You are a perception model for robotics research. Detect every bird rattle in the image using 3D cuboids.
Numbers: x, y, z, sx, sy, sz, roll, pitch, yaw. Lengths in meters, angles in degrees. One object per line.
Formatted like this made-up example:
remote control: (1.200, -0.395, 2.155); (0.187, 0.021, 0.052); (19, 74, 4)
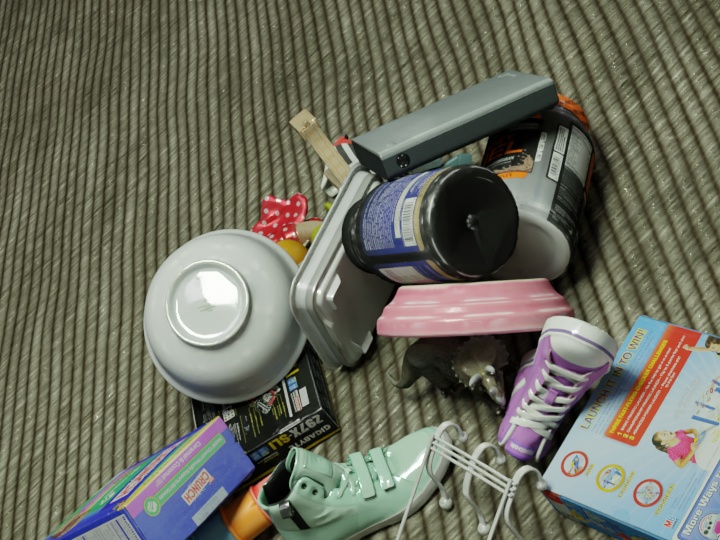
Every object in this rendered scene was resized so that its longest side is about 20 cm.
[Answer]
bird rattle: (-0.081, -0.028, 1.572); (0.199, 0.113, 0.163); (12, 48, 41)

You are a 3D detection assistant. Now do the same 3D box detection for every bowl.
bowl: (-0.159, 0.044, 1.453); (0.199, 0.090, 0.203); (-2, 79, 8)

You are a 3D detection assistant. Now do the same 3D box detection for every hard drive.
hard drive: (0.098, -0.158, 1.393); (0.199, 0.033, 0.140); (-24, 16, -7)

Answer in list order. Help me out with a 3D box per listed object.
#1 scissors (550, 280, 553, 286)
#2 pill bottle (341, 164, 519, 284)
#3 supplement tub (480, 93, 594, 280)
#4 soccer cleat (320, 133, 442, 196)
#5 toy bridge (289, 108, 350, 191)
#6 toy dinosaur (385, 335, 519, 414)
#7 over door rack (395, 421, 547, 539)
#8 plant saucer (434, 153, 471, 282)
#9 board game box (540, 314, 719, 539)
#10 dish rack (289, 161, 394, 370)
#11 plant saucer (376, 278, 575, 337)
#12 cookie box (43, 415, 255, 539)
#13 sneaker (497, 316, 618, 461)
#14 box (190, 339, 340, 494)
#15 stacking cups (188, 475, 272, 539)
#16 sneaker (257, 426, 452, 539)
scissors: (0.161, -0.028, 1.474); (0.073, 0.014, 0.201); (-29, 41, 11)
pill bottle: (0.063, -0.042, 1.325); (0.112, 0.112, 0.200); (-56, 22, -19)
supplement tub: (0.187, -0.094, 1.418); (0.122, 0.123, 0.201); (-12, 41, 31)
soccer cleat: (0.025, -0.128, 1.639); (0.199, 0.068, 0.086); (5, 68, 48)
toy bridge: (-0.018, -0.106, 1.543); (0.027, 0.200, 0.067); (-39, 39, -3)
toy dinosaur: (0.096, 0.094, 1.334); (0.199, 0.102, 0.077); (13, 65, 48)
over door rack: (0.085, 0.256, 1.220); (0.201, 0.066, 0.147); (-61, 31, -4)
plant saucer: (0.100, -0.055, 1.531); (0.070, 0.019, 0.201); (-32, 37, 35)
board game box: (0.290, 0.154, 1.161); (0.195, 0.056, 0.201); (17, 66, 47)
dish rack: (0.000, 0.000, 1.463); (0.043, 0.172, 0.201); (13, 62, 28)
plant saucer: (0.115, 0.036, 1.313); (0.199, 0.200, 0.051); (-4, 90, 37)
cookie box: (-0.233, 0.257, 1.385); (0.199, 0.075, 0.171); (-30, 8, 40)
sneaker: (0.178, 0.120, 1.211); (0.072, 0.201, 0.115); (24, 68, 5)
box: (-0.118, 0.143, 1.513); (0.159, 0.049, 0.201); (-31, 40, 9)
stacking cups: (-0.149, 0.288, 1.388); (0.199, 0.061, 0.061); (-35, 39, 3)
sneaker: (-0.007, 0.205, 1.308); (0.200, 0.118, 0.074); (-36, 37, 4)
